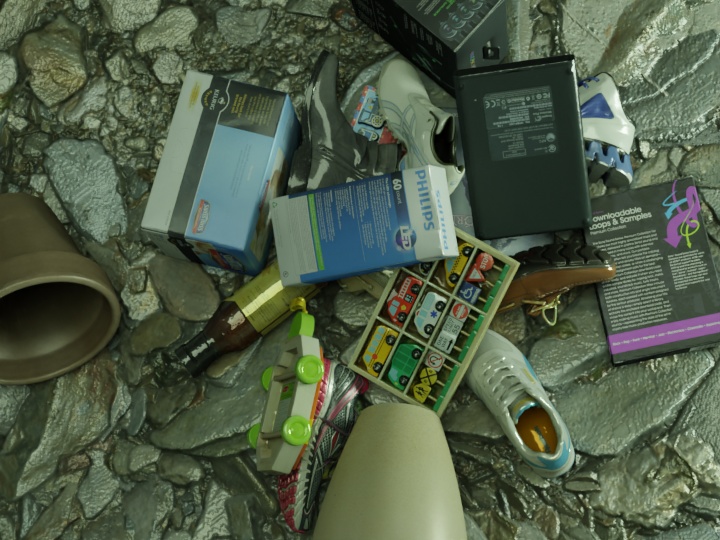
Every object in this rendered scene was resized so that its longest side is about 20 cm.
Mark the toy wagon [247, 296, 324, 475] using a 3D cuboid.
[{"bbox_3d":[-0.078,0.131,1.685,0.039,0.155,0.202,17,76,-17],"label":"toy wagon"}]

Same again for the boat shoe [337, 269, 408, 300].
[{"bbox_3d":[0.000,0.000,1.748,0.199,0.072,0.065,30,100,4],"label":"boat shoe"}]

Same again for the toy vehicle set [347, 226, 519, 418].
[{"bbox_3d":[0.083,0.051,1.688,0.123,0.026,0.201,28,99,12],"label":"toy vehicle set"}]

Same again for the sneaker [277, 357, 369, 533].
[{"bbox_3d":[-0.044,0.204,1.701,0.074,0.081,0.202,17,84,-16],"label":"sneaker"}]

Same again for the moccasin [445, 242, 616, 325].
[{"bbox_3d":[0.197,0.021,1.710,0.199,0.074,0.078,-16,111,5],"label":"moccasin"}]

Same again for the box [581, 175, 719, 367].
[{"bbox_3d":[0.342,0.000,1.729,0.141,0.036,0.202,-11,76,4],"label":"box"}]

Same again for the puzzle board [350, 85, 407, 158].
[{"bbox_3d":[0.042,-0.114,1.801,0.149,0.017,0.202,18,79,11],"label":"puzzle board"}]

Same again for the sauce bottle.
[{"bbox_3d":[-0.131,0.050,1.753,0.199,0.066,0.066,-37,75,-5],"label":"sauce bottle"}]

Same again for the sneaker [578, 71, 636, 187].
[{"bbox_3d":[0.243,-0.186,1.756,0.198,0.081,0.116,23,72,-5],"label":"sneaker"}]

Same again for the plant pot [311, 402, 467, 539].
[{"bbox_3d":[0.036,0.258,1.639,0.185,0.188,0.202,2,63,7],"label":"plant pot"}]

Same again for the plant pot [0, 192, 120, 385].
[{"bbox_3d":[-0.400,0.009,1.749,0.199,0.201,0.176,-25,55,0],"label":"plant pot"}]

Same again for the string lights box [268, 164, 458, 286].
[{"bbox_3d":[0.003,-0.048,1.667,0.198,0.059,0.104,-10,85,21],"label":"string lights box"}]

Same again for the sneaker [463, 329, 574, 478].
[{"bbox_3d":[0.176,0.141,1.688,0.076,0.081,0.201,-36,71,-2],"label":"sneaker"}]

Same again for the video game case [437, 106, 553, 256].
[{"bbox_3d":[0.161,-0.097,1.773,0.141,0.019,0.202,2,75,-1],"label":"video game case"}]

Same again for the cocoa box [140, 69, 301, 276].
[{"bbox_3d":[-0.161,-0.112,1.762,0.130,0.133,0.202,13,78,9],"label":"cocoa box"}]

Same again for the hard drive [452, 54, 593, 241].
[{"bbox_3d":[0.187,-0.137,1.692,0.138,0.033,0.202,-7,111,7],"label":"hard drive"}]

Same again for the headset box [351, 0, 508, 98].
[{"bbox_3d":[0.084,-0.311,1.764,0.200,0.174,0.093,42,84,15],"label":"headset box"}]

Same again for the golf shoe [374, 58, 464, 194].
[{"bbox_3d":[0.080,-0.173,1.740,0.078,0.097,0.202,3,63,-38],"label":"golf shoe"}]

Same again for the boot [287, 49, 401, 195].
[{"bbox_3d":[-0.010,-0.159,1.784,0.130,0.070,0.202,9,84,2],"label":"boot"}]
